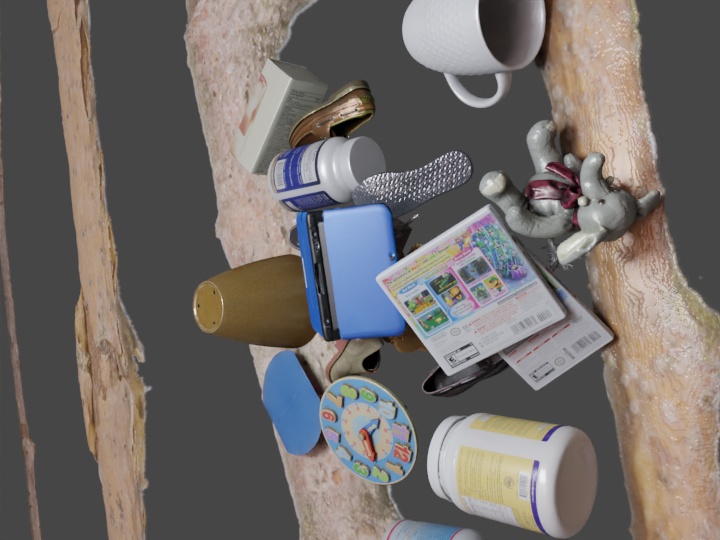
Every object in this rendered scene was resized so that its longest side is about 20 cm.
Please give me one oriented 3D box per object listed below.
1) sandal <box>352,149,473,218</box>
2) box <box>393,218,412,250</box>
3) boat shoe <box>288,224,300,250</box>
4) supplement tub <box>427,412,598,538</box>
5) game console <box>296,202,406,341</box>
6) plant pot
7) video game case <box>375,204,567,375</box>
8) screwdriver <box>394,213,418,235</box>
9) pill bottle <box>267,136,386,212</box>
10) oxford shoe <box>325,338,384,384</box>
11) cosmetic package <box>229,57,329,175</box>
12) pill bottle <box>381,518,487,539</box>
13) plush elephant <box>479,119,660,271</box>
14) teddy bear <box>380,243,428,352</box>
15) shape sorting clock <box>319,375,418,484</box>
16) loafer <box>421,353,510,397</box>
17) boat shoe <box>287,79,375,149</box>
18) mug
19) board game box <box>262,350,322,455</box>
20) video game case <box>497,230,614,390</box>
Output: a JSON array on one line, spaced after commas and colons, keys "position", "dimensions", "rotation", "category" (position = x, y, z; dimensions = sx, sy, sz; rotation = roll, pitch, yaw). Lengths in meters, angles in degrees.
[{"position": [0.085, -0.133, 1.119], "dimensions": [0.200, 0.043, 0.076], "rotation": [-15, 97, 17], "category": "sandal"}, {"position": [0.000, 0.000, 1.191], "dimensions": [0.075, 0.100, 0.200], "rotation": [35, 115, 35], "category": "box"}, {"position": [-0.084, -0.062, 1.272], "dimensions": [0.200, 0.065, 0.072], "rotation": [12, 100, 54], "category": "boat shoe"}, {"position": [0.209, 0.277, 0.975], "dimensions": [0.200, 0.145, 0.146], "rotation": [0, 91, 43], "category": "supplement tub"}, {"position": [-0.019, 0.000, 1.084], "dimensions": [0.171, 0.118, 0.200], "rotation": [-160, 62, -75], "category": "game console"}, {"position": [-0.203, 0.063, 1.312], "dimensions": [0.186, 0.200, 0.187], "rotation": [1, 92, 41], "category": "plant pot"}, {"position": [0.149, 0.033, 0.967], "dimensions": [0.200, 0.024, 0.182], "rotation": [-33, 98, 30], "category": "video game case"}, {"position": [0.020, -0.032, 1.093], "dimensions": [0.200, 0.028, 0.029], "rotation": [-44, 41, 28], "category": "screwdriver"}, {"position": [-0.059, -0.170, 1.228], "dimensions": [0.200, 0.116, 0.116], "rotation": [-5, 88, 42], "category": "pill bottle"}, {"position": [-0.009, 0.160, 1.194], "dimensions": [0.075, 0.070, 0.200], "rotation": [39, 149, 16], "category": "oxford shoe"}, {"position": [-0.156, -0.285, 1.324], "dimensions": [0.087, 0.103, 0.200], "rotation": [46, 119, 31], "category": "cosmetic package"}, {"position": [0.132, 0.449, 1.075], "dimensions": [0.200, 0.109, 0.109], "rotation": [-10, 84, 43], "category": "pill bottle"}, {"position": [0.279, -0.089, 0.897], "dimensions": [0.155, 0.165, 0.200], "rotation": [-6, 116, 56], "category": "plush elephant"}, {"position": [0.075, 0.038, 1.110], "dimensions": [0.145, 0.200, 0.067], "rotation": [-18, 34, 11], "category": "teddy bear"}, {"position": [0.010, 0.274, 1.193], "dimensions": [0.200, 0.039, 0.200], "rotation": [11, 113, 28], "category": "shape sorting clock"}, {"position": [0.171, 0.136, 1.061], "dimensions": [0.200, 0.063, 0.072], "rotation": [-46, 63, 33], "category": "loafer"}, {"position": [-0.056, -0.257, 1.252], "dimensions": [0.200, 0.072, 0.068], "rotation": [-32, 69, 39], "category": "boat shoe"}, {"position": [0.159, -0.334, 1.020], "dimensions": [0.175, 0.148, 0.200], "rotation": [11, 129, 50], "category": "mug"}, {"position": [-0.120, 0.254, 1.352], "dimensions": [0.200, 0.039, 0.158], "rotation": [56, 130, 32], "category": "board game box"}, {"position": [0.228, 0.060, 0.975], "dimensions": [0.200, 0.018, 0.143], "rotation": [45, 124, -1], "category": "video game case"}]
